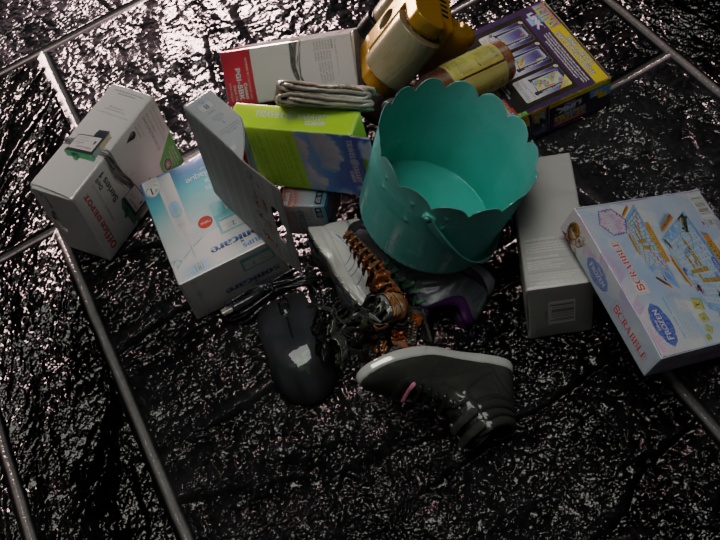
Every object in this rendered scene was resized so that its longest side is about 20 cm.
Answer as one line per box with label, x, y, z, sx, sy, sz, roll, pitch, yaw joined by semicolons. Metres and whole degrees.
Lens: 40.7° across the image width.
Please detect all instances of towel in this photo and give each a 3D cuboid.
towel;-0.050;-0.230;1.282;0.130;0.200;0.035;4;98;-8

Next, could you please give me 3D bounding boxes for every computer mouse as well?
computer mouse;-0.093;0.078;1.226;0.137;0.053;0.202;-25;53;-5

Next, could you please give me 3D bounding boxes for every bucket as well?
bucket;0.098;-0.106;1.144;0.203;0.136;0.210;8;54;-11

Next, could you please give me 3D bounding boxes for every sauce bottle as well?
sauce bottle;0.117;-0.247;1.306;0.198;0.067;0.066;-26;52;-21

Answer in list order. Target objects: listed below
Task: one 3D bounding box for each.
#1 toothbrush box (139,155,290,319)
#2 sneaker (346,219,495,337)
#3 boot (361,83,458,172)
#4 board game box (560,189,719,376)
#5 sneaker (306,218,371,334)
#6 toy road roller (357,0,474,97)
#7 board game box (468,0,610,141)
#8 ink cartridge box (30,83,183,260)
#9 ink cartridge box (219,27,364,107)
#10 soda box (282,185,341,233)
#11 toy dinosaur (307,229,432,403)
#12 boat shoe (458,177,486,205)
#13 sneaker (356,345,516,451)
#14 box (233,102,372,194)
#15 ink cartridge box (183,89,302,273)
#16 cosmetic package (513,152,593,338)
toothbrush box;-0.200;-0.057;1.331;0.144;0.086;0.202;-25;54;-5
sneaker;0.066;0.008;1.197;0.197;0.075;0.089;22;70;2
boot;0.066;-0.198;1.335;0.196;0.074;0.167;15;29;15
board game box;0.354;0.007;1.100;0.196;0.041;0.202;-8;58;-26
sneaker;0.000;0.000;1.249;0.086;0.075;0.201;-23;53;-11
toy road roller;0.086;-0.316;1.343;0.123;0.145;0.202;-47;27;33
board game box;0.240;-0.285;1.400;0.163;0.057;0.202;-23;52;-5
ink cartridge box;-0.358;-0.139;1.392;0.083;0.147;0.202;18;62;23
ink cartridge box;-0.092;-0.302;1.439;0.196;0.085;0.147;-6;15;10
soda box;-0.058;-0.150;1.374;0.067;0.064;0.203;1;56;14
toy dinosaur;0.013;0.059;1.148;0.134;0.102;0.203;-19;74;-18
boat shoe;0.104;-0.074;1.273;0.196;0.074;0.075;-16;55;-5
sneaker;0.094;0.146;1.080;0.196;0.071;0.101;5;51;-22
box;-0.065;-0.156;1.263;0.196;0.123;0.048;8;58;19
ink cartridge box;-0.130;-0.110;1.200;0.047;0.161;0.199;-37;57;-19
cosmetic package;0.232;-0.033;1.190;0.088;0.108;0.203;-9;52;7
